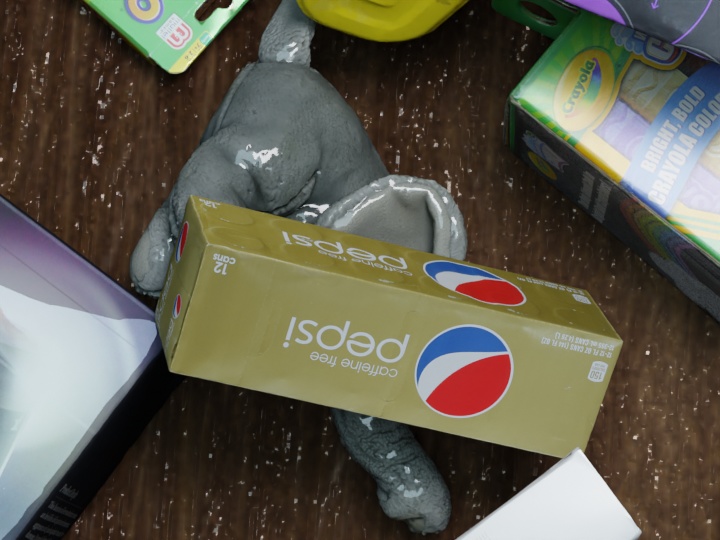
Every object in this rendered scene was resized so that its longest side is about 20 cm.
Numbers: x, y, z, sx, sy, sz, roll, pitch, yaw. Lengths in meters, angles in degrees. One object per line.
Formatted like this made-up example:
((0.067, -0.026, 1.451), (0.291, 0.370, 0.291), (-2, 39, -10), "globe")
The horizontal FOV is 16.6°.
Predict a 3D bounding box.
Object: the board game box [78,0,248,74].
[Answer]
((-0.136, -0.195, 1.279), (0.200, 0.030, 0.096), (41, 86, 11), "board game box")

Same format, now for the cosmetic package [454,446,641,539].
((0.079, 0.132, 1.130), (0.083, 0.200, 0.051), (-38, 81, -3), "cosmetic package")

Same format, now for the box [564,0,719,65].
((0.160, -0.198, 1.076), (0.122, 0.106, 0.200), (23, 101, 5), "box")

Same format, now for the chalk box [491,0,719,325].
((0.150, -0.084, 1.200), (0.200, 0.124, 0.124), (41, 85, 7), "chalk box")

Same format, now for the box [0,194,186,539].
((-0.218, 0.054, 1.197), (0.200, 0.123, 0.199), (36, 83, 7), "box")

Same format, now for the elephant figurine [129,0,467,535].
((0.000, 0.000, 1.206), (0.200, 0.155, 0.142), (31, 40, -4), "elephant figurine")

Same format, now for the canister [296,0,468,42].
((0.028, -0.228, 1.187), (0.086, 0.149, 0.200), (17, 57, -25), "canister")

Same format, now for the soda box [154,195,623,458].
((0.011, 0.027, 1.121), (0.200, 0.068, 0.064), (13, 107, -15), "soda box")
